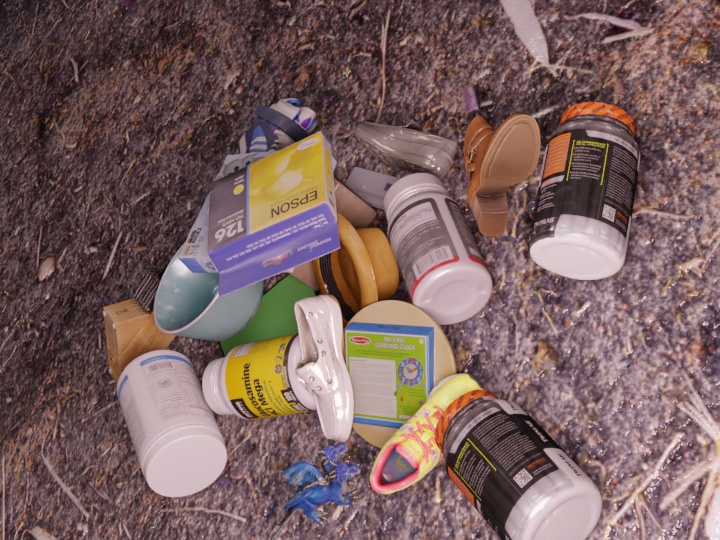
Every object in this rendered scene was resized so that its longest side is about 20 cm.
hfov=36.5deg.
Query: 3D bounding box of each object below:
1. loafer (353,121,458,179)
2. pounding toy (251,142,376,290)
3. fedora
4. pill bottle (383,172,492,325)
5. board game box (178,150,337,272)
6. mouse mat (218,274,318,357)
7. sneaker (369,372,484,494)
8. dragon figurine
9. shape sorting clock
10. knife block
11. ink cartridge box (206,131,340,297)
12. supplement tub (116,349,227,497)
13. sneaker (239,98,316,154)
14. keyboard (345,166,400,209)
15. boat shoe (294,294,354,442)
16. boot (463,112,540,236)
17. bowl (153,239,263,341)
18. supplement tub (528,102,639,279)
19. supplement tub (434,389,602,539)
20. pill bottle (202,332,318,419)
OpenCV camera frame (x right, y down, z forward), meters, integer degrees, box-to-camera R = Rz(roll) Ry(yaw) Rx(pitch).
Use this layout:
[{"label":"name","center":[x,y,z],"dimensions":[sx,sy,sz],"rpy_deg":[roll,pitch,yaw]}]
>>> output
[{"label":"loafer","center":[0.070,-0.197,1.690],"dimensions":[0.199,0.070,0.070],"rpy_deg":[27,77,39]},{"label":"pounding toy","center":[-0.105,-0.070,1.690],"dimensions":[0.201,0.142,0.184],"rpy_deg":[-51,43,4]},{"label":"fedora","center":[0.000,0.000,1.571],"dimensions":[0.081,0.203,0.200],"rpy_deg":[-22,36,-25]},{"label":"pill bottle","center":[0.102,-0.034,1.518],"dimensions":[0.113,0.114,0.202],"rpy_deg":[-35,45,18]},{"label":"board game box","center":[-0.153,-0.090,1.629],"dimensions":[0.197,0.043,0.202],"rpy_deg":[-1,55,36]},{"label":"mouse mat","center":[-0.140,0.098,1.720],"dimensions":[0.199,0.008,0.162],"rpy_deg":[-39,45,14]},{"label":"sneaker","center":[0.083,0.214,1.370],"dimensions":[0.078,0.090,0.201],"rpy_deg":[42,106,11]},{"label":"dragon figurine","center":[-0.071,0.294,1.464],"dimensions":[0.198,0.099,0.059],"rpy_deg":[-29,47,23]},{"label":"shape sorting clock","center":[0.045,0.141,1.465],"dimensions":[0.198,0.039,0.203],"rpy_deg":[4,97,36]},{"label":"knife block","center":[-0.348,0.095,1.875],"dimensions":[0.064,0.174,0.203],"rpy_deg":[39,136,48]},{"label":"ink cartridge box","center":[-0.127,-0.082,1.542],"dimensions":[0.195,0.047,0.202],"rpy_deg":[-22,44,16]},{"label":"supplement tub","center":[-0.292,0.231,1.675],"dimensions":[0.132,0.132,0.201],"rpy_deg":[-42,44,10]},{"label":"sneaker","center":[-0.133,-0.215,1.862],"dimensions":[0.146,0.080,0.201],"rpy_deg":[-40,39,19]},{"label":"keyboard","center":[0.043,-0.122,1.705],"dimensions":[0.199,0.011,0.057],"rpy_deg":[20,73,46]},{"label":"boat shoe","center":[-0.058,0.136,1.485],"dimensions":[0.071,0.069,0.203],"rpy_deg":[-19,78,55]},{"label":"boot","center":[0.182,-0.168,1.503],"dimensions":[0.156,0.073,0.202],"rpy_deg":[-97,18,-46]},{"label":"bowl","center":[-0.230,0.033,1.758],"dimensions":[0.200,0.105,0.203],"rpy_deg":[-31,40,31]},{"label":"supplement tub","center":[0.287,-0.102,1.384],"dimensions":[0.121,0.122,0.203],"rpy_deg":[-4,61,39]},{"label":"supplement tub","center":[0.177,0.235,1.271],"dimensions":[0.123,0.122,0.200],"rpy_deg":[-48,43,4]},{"label":"pill bottle","center":[-0.133,0.158,1.598],"dimensions":[0.198,0.112,0.114],"rpy_deg":[-14,55,35]}]
